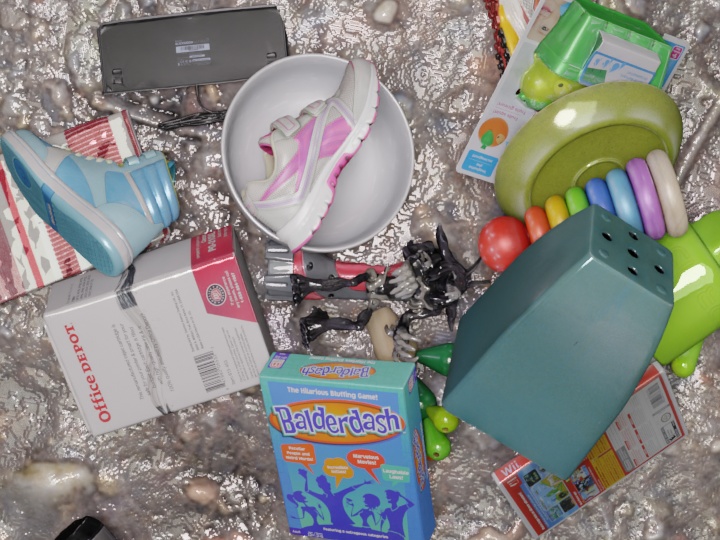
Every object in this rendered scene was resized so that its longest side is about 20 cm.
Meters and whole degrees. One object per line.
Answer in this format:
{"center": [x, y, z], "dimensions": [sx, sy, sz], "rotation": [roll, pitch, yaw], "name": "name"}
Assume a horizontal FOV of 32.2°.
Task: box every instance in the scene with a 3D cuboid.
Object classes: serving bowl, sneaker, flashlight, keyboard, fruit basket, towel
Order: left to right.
{"center": [-0.310, -0.066, 1.298], "dimensions": [0.197, 0.023, 0.146], "rotation": [-20, 91, -1], "name": "towel"}
{"center": [-0.262, -0.094, 1.260], "dimensions": [0.130, 0.080, 0.200], "rotation": [-38, 70, -27], "name": "sneaker"}
{"center": [-0.170, -0.203, 1.293], "dimensions": [0.196, 0.021, 0.130], "rotation": [-6, 88, 1], "name": "keyboard"}
{"center": [-0.048, -0.123, 1.191], "dimensions": [0.087, 0.081, 0.202], "rotation": [29, 74, -8], "name": "sneaker"}
{"center": [-0.047, -0.113, 1.265], "dimensions": [0.196, 0.066, 0.204], "rotation": [2, 80, -13], "name": "serving bowl"}
{"center": [0.000, 0.000, 1.283], "dimensions": [0.196, 0.068, 0.069], "rotation": [1, 85, 0], "name": "flashlight"}
{"center": [0.169, -0.277, 1.271], "dimensions": [0.081, 0.078, 0.203], "rotation": [-16, 102, -4], "name": "sneaker"}
{"center": [0.213, -0.158, 1.229], "dimensions": [0.183, 0.094, 0.202], "rotation": [14, 111, -26], "name": "fruit basket"}

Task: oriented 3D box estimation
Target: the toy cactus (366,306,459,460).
{"center": [0.060, 0.115, 1.282], "dimensions": [0.199, 0.102, 0.167], "rotation": [-37, 68, 26], "name": "toy cactus"}

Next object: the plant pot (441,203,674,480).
{"center": [0.191, 0.052, 1.139], "dimensions": [0.140, 0.142, 0.201], "rotation": [30, 124, -7], "name": "plant pot"}

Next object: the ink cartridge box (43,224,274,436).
{"center": [-0.199, 0.061, 1.254], "dimensions": [0.197, 0.085, 0.147], "rotation": [-17, 114, 0], "name": "ink cartridge box"}

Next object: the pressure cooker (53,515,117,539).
{"center": [-0.269, 0.371, 1.248], "dimensions": [0.175, 0.179, 0.201], "rotation": [-37, 94, 32], "name": "pressure cooker"}

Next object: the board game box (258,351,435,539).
{"center": [-0.011, 0.181, 1.239], "dimensions": [0.150, 0.045, 0.203], "rotation": [3, 120, 20], "name": "board game box"}

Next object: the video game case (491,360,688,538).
{"center": [0.237, 0.186, 1.272], "dimensions": [0.199, 0.143, 0.018], "rotation": [-35, 49, 1], "name": "video game case"}

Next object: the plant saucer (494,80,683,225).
{"center": [0.230, -0.099, 1.228], "dimensions": [0.197, 0.201, 0.031], "rotation": [-19, 50, 0], "name": "plant saucer"}

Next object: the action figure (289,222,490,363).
{"center": [0.035, 0.029, 1.211], "dimensions": [0.196, 0.103, 0.121], "rotation": [-11, 120, -2], "name": "action figure"}

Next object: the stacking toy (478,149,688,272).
{"center": [0.209, -0.047, 1.203], "dimensions": [0.197, 0.085, 0.087], "rotation": [-18, 93, 11], "name": "stacking toy"}

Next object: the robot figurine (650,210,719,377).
{"center": [0.301, 0.027, 1.254], "dimensions": [0.199, 0.116, 0.176], "rotation": [-37, 115, 13], "name": "robot figurine"}
